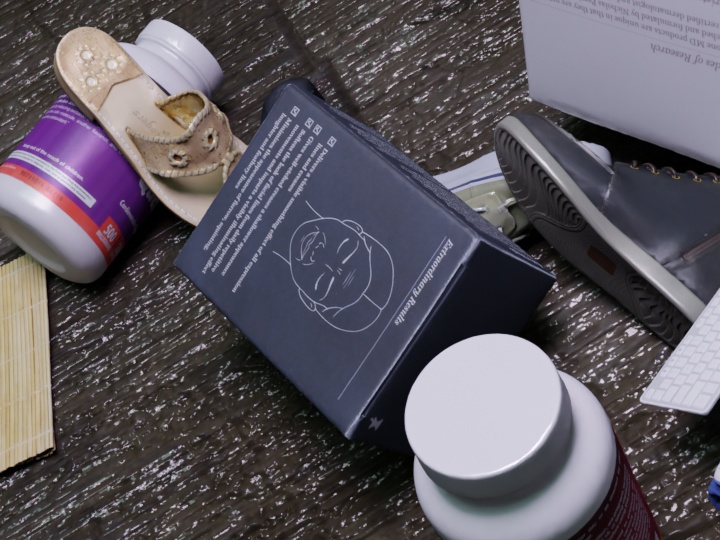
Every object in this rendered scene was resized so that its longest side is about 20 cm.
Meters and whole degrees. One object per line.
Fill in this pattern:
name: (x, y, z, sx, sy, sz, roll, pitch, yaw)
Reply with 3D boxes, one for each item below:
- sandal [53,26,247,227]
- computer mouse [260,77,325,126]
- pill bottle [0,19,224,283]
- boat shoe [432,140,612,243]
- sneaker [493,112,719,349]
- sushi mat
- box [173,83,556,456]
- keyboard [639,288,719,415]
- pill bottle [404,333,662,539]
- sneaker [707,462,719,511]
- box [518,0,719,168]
sandal: (-0.137, -0.103, 1.180, 0.211, 0.070, 0.078, 41, 71, -4)
computer mouse: (-0.039, -0.078, 1.224, 0.058, 0.034, 0.201, -24, 49, 6)
pill bottle: (-0.194, -0.097, 1.260, 0.112, 0.113, 0.201, 22, 67, 36)
boat shoe: (0.083, -0.036, 1.121, 0.198, 0.072, 0.063, -16, 66, 25)
sneaker: (0.183, -0.046, 1.043, 0.106, 0.075, 0.200, -41, 79, -18)
sushi mat: (-0.279, 0.074, 1.237, 0.095, 0.012, 0.202, -20, 50, 9)
box: (0.000, 0.000, 1.055, 0.200, 0.107, 0.149, 42, 102, 36)
keyboard: (0.240, 0.008, 0.967, 0.200, 0.011, 0.056, -50, 21, -20)
pill bottle: (0.096, 0.125, 0.890, 0.112, 0.201, 0.114, -13, 50, 16)
sneaker: (0.237, 0.098, 0.928, 0.087, 0.075, 0.202, -18, 47, 18)
box: (0.235, -0.203, 1.064, 0.199, 0.173, 0.199, 24, 50, 38)
